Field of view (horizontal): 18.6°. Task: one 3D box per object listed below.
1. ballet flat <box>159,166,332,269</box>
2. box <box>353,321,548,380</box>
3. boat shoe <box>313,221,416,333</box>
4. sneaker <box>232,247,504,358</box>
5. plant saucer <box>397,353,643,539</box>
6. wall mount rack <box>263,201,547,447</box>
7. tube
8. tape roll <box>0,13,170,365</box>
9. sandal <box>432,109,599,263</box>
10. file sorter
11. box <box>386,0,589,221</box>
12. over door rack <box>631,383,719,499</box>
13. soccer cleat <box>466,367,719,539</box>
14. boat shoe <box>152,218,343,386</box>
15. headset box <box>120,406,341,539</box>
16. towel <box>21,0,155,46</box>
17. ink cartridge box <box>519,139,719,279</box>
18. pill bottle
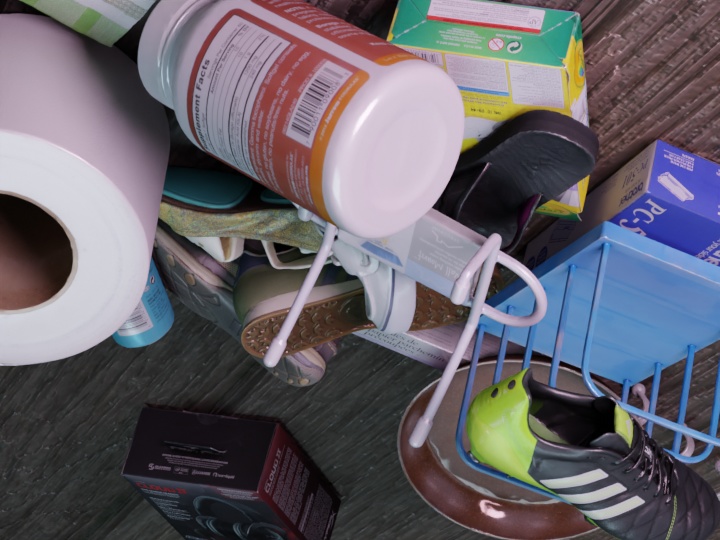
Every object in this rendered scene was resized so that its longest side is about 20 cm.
[{"bbox_3d":[-0.076,-0.035,1.602,0.199,0.071,0.071,5,152,18],"label":"ballet flat"},{"bbox_3d":[0.077,0.058,1.739,0.199,0.042,0.039,22,153,-13],"label":"box"},{"bbox_3d":[-0.001,-0.037,1.508,0.065,0.074,0.201,-9,127,-5],"label":"boat shoe"},{"bbox_3d":[0.000,0.000,1.640,0.199,0.090,0.067,-12,137,-8],"label":"sneaker"},{"bbox_3d":[0.129,0.135,1.741,0.199,0.035,0.201,5,130,6],"label":"plant saucer"},{"bbox_3d":[0.015,0.016,1.435,0.200,0.075,0.174,29,143,13],"label":"wall mount rack"},{"bbox_3d":[-0.194,-0.029,1.640,0.050,0.077,0.200,40,157,46],"label":"tube"},{"bbox_3d":[-0.236,-0.055,1.501,0.202,0.139,0.203,1,129,2],"label":"tape roll"},{"bbox_3d":[0.084,-0.043,1.416,0.075,0.048,0.200,22,154,-12],"label":"sandal"},{"bbox_3d":[0.171,0.074,1.519,0.138,0.123,0.200,20,154,-17],"label":"file sorter"},{"bbox_3d":[0.088,-0.098,1.413,0.117,0.049,0.200,10,151,13],"label":"box"},{"bbox_3d":[0.190,0.168,1.841,0.200,0.067,0.148,-27,133,29],"label":"over door rack"},{"bbox_3d":[0.161,0.122,1.408,0.200,0.068,0.081,25,140,-22],"label":"soccer cleat"},{"bbox_3d":[-0.095,0.004,1.699,0.200,0.073,0.074,42,158,-3],"label":"boat shoe"},{"bbox_3d":[-0.125,0.204,2.112,0.148,0.077,0.200,5,154,23],"label":"headset box"},{"bbox_3d":[-0.181,-0.215,1.370,0.149,0.031,0.200,28,154,-18],"label":"towel"},{"bbox_3d":[0.193,-0.019,1.509,0.094,0.044,0.200,21,154,-13],"label":"ink cartridge box"},{"bbox_3d":[-0.042,-0.106,1.342,0.200,0.112,0.112,30,166,37],"label":"pill bottle"}]
